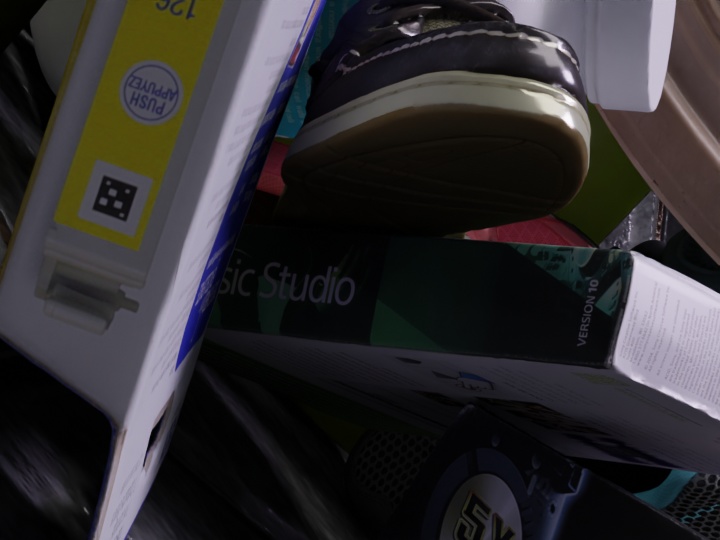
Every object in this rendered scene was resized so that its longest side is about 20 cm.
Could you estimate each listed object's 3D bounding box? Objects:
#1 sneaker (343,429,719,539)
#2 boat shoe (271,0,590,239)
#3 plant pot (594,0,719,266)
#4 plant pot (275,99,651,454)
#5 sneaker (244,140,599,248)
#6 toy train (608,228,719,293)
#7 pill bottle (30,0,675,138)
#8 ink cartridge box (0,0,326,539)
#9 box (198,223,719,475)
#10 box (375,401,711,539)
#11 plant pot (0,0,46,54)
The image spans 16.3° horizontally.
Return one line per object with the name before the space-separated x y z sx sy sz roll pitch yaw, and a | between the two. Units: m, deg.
sneaker | 0.068 0.061 0.855 0.091 0.199 0.078 31 62 -48
boat shoe | 0.016 -0.045 0.669 0.071 0.067 0.201 10 -9 -8
plant pot | 0.173 -0.068 0.908 0.200 0.093 0.201 36 28 -23
plant pot | -0.012 -0.082 0.998 0.181 0.200 0.199 41 11 -28
sneaker | 0.000 0.000 0.864 0.199 0.074 0.087 16 11 -15
toy train | 0.138 0.057 0.949 0.200 0.113 0.086 47 -27 46
pill bottle | 0.001 -0.096 0.811 0.198 0.112 0.111 7 -5 13
ink cartridge box | -0.042 -0.036 0.592 0.047 0.201 0.198 22 6 -1
box | 0.034 0.023 0.737 0.199 0.037 0.144 3 -15 40
box | 0.106 0.141 0.737 0.163 0.086 0.200 29 -8 37
plant pot | -0.113 -0.155 0.623 0.201 0.193 0.200 50 6 -7
